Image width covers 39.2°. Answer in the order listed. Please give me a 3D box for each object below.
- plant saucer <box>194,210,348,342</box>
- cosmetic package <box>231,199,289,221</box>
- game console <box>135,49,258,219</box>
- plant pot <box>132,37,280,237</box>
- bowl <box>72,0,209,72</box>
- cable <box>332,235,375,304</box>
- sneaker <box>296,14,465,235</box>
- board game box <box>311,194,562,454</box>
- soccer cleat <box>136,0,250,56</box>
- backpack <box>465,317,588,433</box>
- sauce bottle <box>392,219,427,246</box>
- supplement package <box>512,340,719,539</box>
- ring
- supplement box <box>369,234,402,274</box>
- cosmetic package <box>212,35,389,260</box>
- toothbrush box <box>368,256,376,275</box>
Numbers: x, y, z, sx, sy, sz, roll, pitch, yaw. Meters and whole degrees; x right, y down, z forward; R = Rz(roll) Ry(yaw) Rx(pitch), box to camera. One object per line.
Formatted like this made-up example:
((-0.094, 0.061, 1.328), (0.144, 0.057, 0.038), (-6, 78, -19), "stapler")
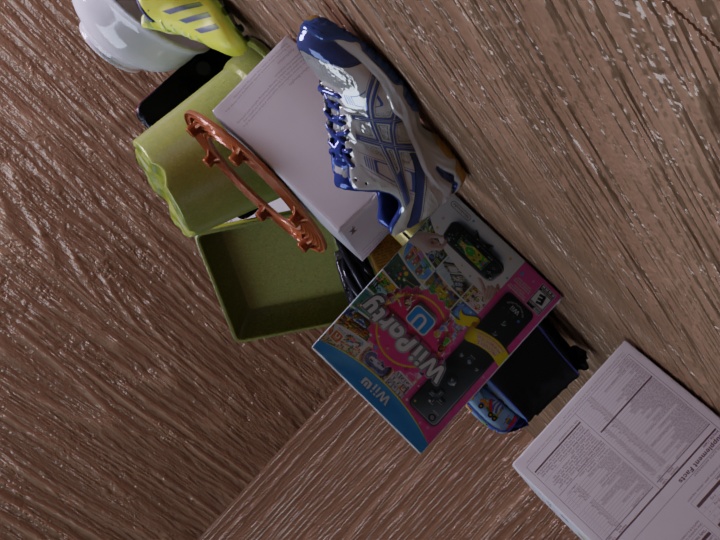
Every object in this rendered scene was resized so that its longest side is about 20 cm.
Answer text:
((-0.099, -0.006, 1.351), (0.048, 0.197, 0.202), (-95, -8, -49), "plant saucer")
((-0.122, -0.100, 1.628), (0.167, 0.200, 0.166), (42, 177, 18), "cosmetic package")
((-0.166, -0.189, 1.318), (0.200, 0.177, 0.031), (44, 147, -4), "game console")
((-0.161, -0.141, 1.202), (0.201, 0.183, 0.201), (54, 167, 19), "plant pot")
((-0.291, -0.317, 1.282), (0.200, 0.090, 0.202), (36, -156, -19), "bowl")
((0.000, 0.000, 1.196), (0.164, 0.050, 0.202), (77, 177, -51), "cable")
((0.004, -0.108, 0.806), (0.200, 0.088, 0.075), (48, 177, -31), "sneaker")
((0.074, 0.052, 0.976), (0.147, 0.200, 0.064), (43, 179, 6), "board game box")
((-0.204, -0.292, 1.153), (0.200, 0.084, 0.065), (43, 177, 24), "soccer cleat")
((0.129, 0.066, 1.124), (0.183, 0.135, 0.200), (46, 180, -17), "backpack")
((0.028, -0.085, 1.053), (0.200, 0.065, 0.065), (46, 177, 3), "sauce bottle")
((0.265, 0.200, 0.885), (0.200, 0.151, 0.152), (42, 176, 30), "supplement package")
((-0.111, -0.086, 1.037), (0.200, 0.019, 0.201), (42, 170, 9), "ring")
((0.062, 0.011, 1.223), (0.067, 0.068, 0.201), (-92, -18, -53), "supplement box")
((-0.035, -0.119, 0.979), (0.200, 0.113, 0.081), (45, 177, 24), "cosmetic package")
((-0.015, -0.040, 1.431), (0.145, 0.086, 0.201), (41, 152, 28), "toothbrush box")
